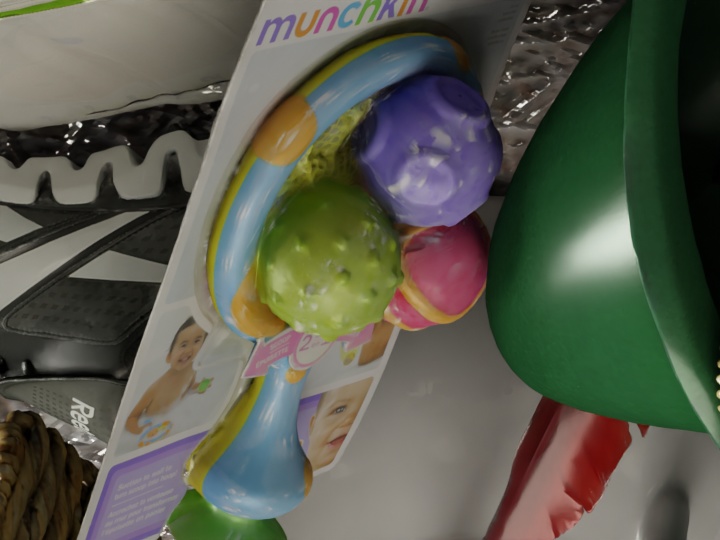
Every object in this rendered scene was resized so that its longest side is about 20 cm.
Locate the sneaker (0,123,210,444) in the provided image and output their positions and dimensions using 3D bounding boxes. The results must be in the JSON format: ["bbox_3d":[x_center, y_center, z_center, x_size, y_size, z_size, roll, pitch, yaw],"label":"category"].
[{"bbox_3d":[-0.093,0.010,0.875,0.199,0.091,0.066,-8,171,10],"label":"sneaker"}]

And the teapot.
[{"bbox_3d":[0.040,0.077,0.958,0.197,0.147,0.200,2,150,-6],"label":"teapot"}]

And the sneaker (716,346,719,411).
[{"bbox_3d":[0.183,0.043,0.705,0.199,0.075,0.090,12,171,-30],"label":"sneaker"}]

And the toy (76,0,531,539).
[{"bbox_3d":[0.000,0.000,0.789,0.115,0.047,0.200,-18,142,-48],"label":"toy"}]

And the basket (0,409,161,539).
[{"bbox_3d":[-0.125,0.169,0.886,0.149,0.200,0.143,-28,120,24],"label":"basket"}]

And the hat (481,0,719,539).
[{"bbox_3d":[0.046,-0.005,0.796,0.176,0.201,0.165,-8,167,37],"label":"hat"}]

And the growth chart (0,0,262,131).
[{"bbox_3d":[-0.069,-0.065,0.795,0.199,0.018,0.145,-8,165,13],"label":"growth chart"}]
